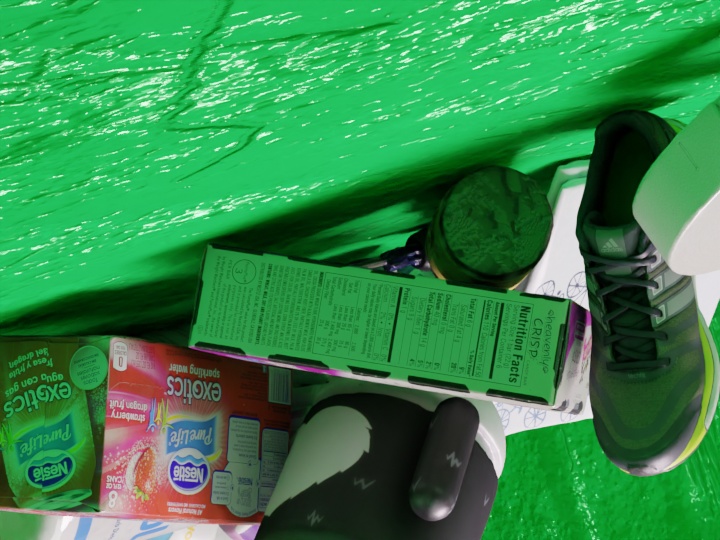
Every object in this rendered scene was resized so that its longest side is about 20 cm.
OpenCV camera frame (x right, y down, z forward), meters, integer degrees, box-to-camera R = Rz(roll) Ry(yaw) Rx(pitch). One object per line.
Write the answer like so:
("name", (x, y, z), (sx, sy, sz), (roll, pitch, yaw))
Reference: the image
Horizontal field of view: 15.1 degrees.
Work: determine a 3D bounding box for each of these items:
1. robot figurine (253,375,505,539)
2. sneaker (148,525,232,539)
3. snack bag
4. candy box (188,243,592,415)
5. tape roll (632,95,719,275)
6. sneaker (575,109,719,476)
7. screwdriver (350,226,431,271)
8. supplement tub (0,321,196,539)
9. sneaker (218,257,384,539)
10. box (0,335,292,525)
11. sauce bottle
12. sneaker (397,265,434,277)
("robot figurine", (0.008, 0.139, 1.570), (0.150, 0.200, 0.125), (2, 141, 28))
("sneaker", (-0.135, 0.122, 1.885), (0.081, 0.200, 0.077), (31, 113, -29))
("snack bag", (0.165, 0.011, 1.659), (0.200, 0.021, 0.189), (-9, 127, -40))
("candy box", (0.021, 0.032, 1.468), (0.200, 0.061, 0.136), (10, 177, 11))
("tape roll", (0.225, -0.070, 1.326), (0.203, 0.037, 0.203), (-31, 164, -10))
("sneaker", (0.140, 0.008, 1.412), (0.074, 0.200, 0.081), (-9, 161, 27))
("screwdriver", (0.000, 0.000, 1.644), (0.200, 0.028, 0.029), (-17, 147, -30))
("supplement tub", (-0.153, 0.108, 1.726), (0.200, 0.132, 0.132), (-13, 173, -39))
("sneaker", (-0.014, 0.093, 1.696), (0.080, 0.088, 0.200), (4, -124, 56))
("box", (-0.129, 0.094, 1.562), (0.095, 0.100, 0.200), (-1, 173, 29))
("sauce bottle", (0.069, -0.015, 1.545), (0.065, 0.065, 0.200), (-17, 173, -6))
("sneaker", (-0.026, 0.054, 1.819), (0.081, 0.115, 0.199), (24, 109, -48))
